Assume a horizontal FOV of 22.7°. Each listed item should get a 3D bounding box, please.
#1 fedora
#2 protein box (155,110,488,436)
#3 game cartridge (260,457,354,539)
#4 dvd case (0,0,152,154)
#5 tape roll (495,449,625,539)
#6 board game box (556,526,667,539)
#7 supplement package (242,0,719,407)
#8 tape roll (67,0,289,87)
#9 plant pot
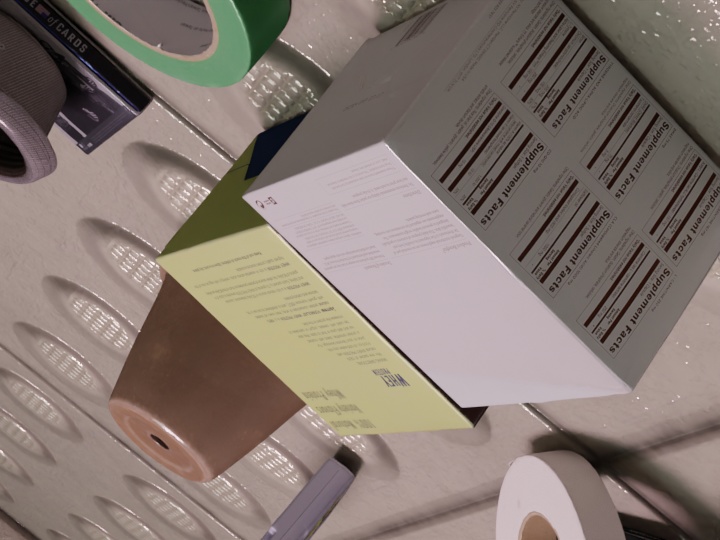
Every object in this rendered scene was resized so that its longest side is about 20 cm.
[{"bbox_3d":[-0.313,-0.155,1.422,0.200,0.090,0.177,25,158,13],"label":"fedora"},{"bbox_3d":[0.000,0.000,1.264,0.200,0.135,0.198,45,156,-16],"label":"protein box"},{"bbox_3d":[-0.063,0.264,1.874,0.041,0.133,0.200,36,158,4],"label":"game cartridge"},{"bbox_3d":[-0.270,-0.183,1.457,0.200,0.025,0.150,43,157,-12],"label":"dvd case"},{"bbox_3d":[0.164,0.247,1.465,0.203,0.037,0.203,175,90,-73],"label":"tape roll"},{"bbox_3d":[0.197,0.314,1.524,0.028,0.200,0.135,9,-179,-37],"label":"board game box"},{"bbox_3d":[0.077,-0.041,1.051,0.200,0.147,0.191,44,157,-16],"label":"supplement package"},{"bbox_3d":[-0.140,-0.208,1.184,0.200,0.048,0.201,31,158,14],"label":"tape roll"},{"bbox_3d":[-0.128,0.084,1.568,0.200,0.175,0.200,32,157,15],"label":"plant pot"}]
